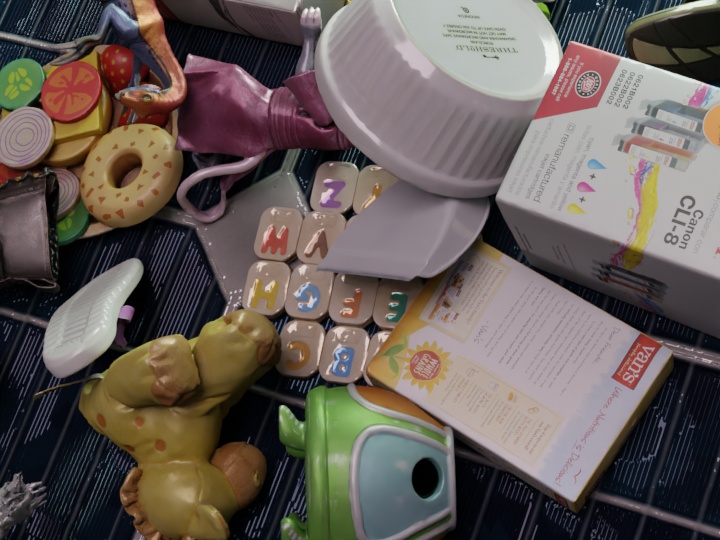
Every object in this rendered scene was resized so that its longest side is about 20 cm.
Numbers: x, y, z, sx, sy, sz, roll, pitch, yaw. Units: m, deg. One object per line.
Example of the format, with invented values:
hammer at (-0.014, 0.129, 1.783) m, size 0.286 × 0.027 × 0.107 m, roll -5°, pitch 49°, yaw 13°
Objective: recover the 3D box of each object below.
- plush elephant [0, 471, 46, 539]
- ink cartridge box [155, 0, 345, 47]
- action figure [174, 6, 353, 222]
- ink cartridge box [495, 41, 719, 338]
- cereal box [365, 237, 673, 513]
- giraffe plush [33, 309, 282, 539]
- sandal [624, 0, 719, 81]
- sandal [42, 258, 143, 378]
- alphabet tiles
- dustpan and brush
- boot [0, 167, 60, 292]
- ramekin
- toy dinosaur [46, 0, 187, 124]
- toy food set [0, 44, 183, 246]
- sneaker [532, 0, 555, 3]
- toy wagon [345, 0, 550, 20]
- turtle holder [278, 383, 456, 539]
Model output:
plush elephant at (-0.365, 0.212, 1.342) m, size 0.155 × 0.165 × 0.200 m, roll 35°, pitch 84°, yaw 35°
ink cartridge box at (-0.104, -0.294, 1.494) m, size 0.199 × 0.083 × 0.147 m, roll 15°, pitch 75°, yaw 24°
action figure at (-0.065, -0.128, 1.389) m, size 0.199 × 0.134 × 0.150 m, roll 2°, pitch 71°, yaw 22°
ink cartridge box at (0.232, -0.056, 1.257) m, size 0.199 × 0.145 × 0.146 m, roll 21°, pitch 77°, yaw 23°
cereal box at (0.124, 0.077, 1.287) m, size 0.200 × 0.040 × 0.144 m, roll 32°, pitch 76°, yaw 21°
giraffe plush at (-0.138, 0.139, 1.309) m, size 0.199 × 0.173 × 0.163 m, roll -21°, pitch 85°, yaw -3°
sandal at (0.310, -0.213, 1.341) m, size 0.200 × 0.080 × 0.057 m, roll -21°, pitch 47°, yaw 2°
sandal at (-0.219, 0.049, 1.367) m, size 0.082 × 0.203 × 0.050 m, roll -26°, pitch 107°, yaw 14°
alphabet tiles at (0.000, 0.000, 1.383) m, size 0.199 × 0.015 × 0.197 m, roll 6°, pitch 72°, yaw 19°
dustpan and brush at (0.069, -0.056, 1.340) m, size 0.139 × 0.057 × 0.200 m, roll 6°, pitch 55°, yaw 53°
boot at (-0.348, -0.060, 1.450) m, size 0.173 × 0.069 × 0.201 m, roll -14°, pitch 77°, yaw 5°
ramekin at (0.070, -0.164, 1.302) m, size 0.094 × 0.202 × 0.203 m, roll -53°, pitch 53°, yaw 42°
toy dinosaur at (-0.200, -0.216, 1.382) m, size 0.181 × 0.105 × 0.201 m, roll 38°, pitch 115°, yaw 26°
toy food set at (-0.253, -0.117, 1.493) m, size 0.197 × 0.049 × 0.201 m, roll -12°, pitch 67°, yaw 13°
sneaker at (0.101, -0.310, 1.406) m, size 0.104 × 0.060 × 0.201 m, roll -18°, pitch 70°, yaw 13°
toy wagon at (0.076, -0.260, 1.447) m, size 0.199 × 0.040 × 0.156 m, roll -20°, pitch 64°, yaw 9°
turtle holder at (0.007, 0.178, 1.243) m, size 0.131 × 0.141 × 0.186 m, roll -2°, pitch 60°, yaw 0°
